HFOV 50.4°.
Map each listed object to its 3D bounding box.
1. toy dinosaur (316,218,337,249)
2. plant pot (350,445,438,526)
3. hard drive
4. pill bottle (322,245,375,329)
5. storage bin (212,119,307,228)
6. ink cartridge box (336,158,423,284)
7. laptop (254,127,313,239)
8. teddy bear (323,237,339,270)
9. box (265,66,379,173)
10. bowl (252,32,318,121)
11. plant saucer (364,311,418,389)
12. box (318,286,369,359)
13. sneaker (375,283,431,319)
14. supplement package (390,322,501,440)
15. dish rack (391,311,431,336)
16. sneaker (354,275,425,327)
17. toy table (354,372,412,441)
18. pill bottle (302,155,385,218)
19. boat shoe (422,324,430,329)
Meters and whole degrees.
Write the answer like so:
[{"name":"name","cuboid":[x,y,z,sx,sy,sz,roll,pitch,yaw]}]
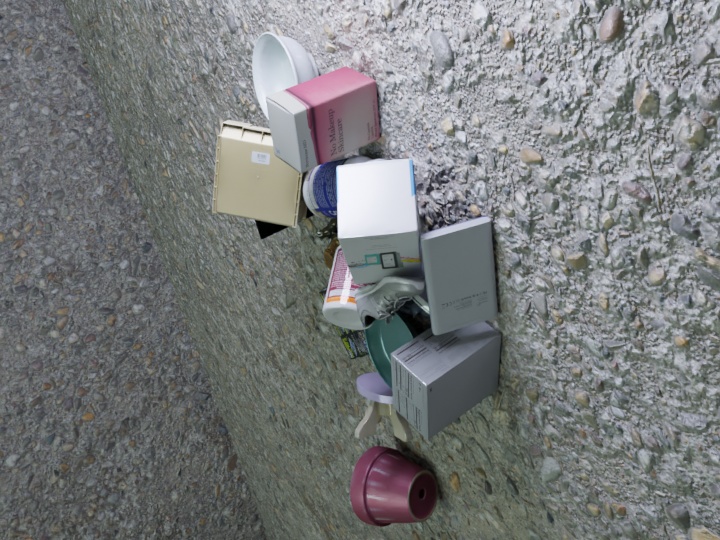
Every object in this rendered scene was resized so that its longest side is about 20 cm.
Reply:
[{"name":"toy dinosaur","cuboid":[-0.012,-0.106,1.722,0.196,0.077,0.104,6,133,35]},{"name":"plant pot","cuboid":[0.098,0.575,2.001,0.176,0.199,0.204,-1,114,44]},{"name":"hard drive","cuboid":[0.181,0.012,1.392,0.025,0.129,0.204,-119,16,-59]},{"name":"pill bottle","cuboid":[-0.008,0.011,1.625,0.111,0.204,0.115,10,155,5]},{"name":"storage bin","cuboid":[-0.212,-0.213,1.667,0.195,0.094,0.204,11,109,6]},{"name":"ink cartridge box","cuboid":[0.040,-0.086,1.429,0.201,0.142,0.150,72,-166,-65]},{"name":"laptop","cuboid":[-0.199,-0.219,1.818,0.203,0.184,0.116,59,163,18]},{"name":"teddy bear","cuboid":[0.000,0.000,1.801,0.198,0.066,0.147,28,146,41]},{"name":"box","cuboid":[-0.071,-0.297,1.495,0.108,0.197,0.130,36,144,42]},{"name":"bowl","cuboid":[-0.150,-0.413,1.647,0.200,0.089,0.206,37,136,45]},{"name":"plant saucer","cuboid":[0.079,0.165,1.633,0.199,0.035,0.204,36,136,45]},{"name":"box","cuboid":[-0.021,0.122,1.955,0.204,0.044,0.160,64,154,0]},{"name":"sneaker","cuboid":[0.100,0.053,1.519,0.200,0.077,0.081,47,120,43]},{"name":"supplement package","cuboid":[0.169,0.200,1.503,0.110,0.197,0.159,38,145,40]},{"name":"dish rack","cuboid":[0.136,0.069,1.582,0.153,0.054,0.203,45,138,33]},{"name":"sneaker","cuboid":[0.061,0.060,1.457,0.199,0.073,0.084,-24,67,56]},{"name":"toy table","cuboid":[0.065,0.331,1.859,0.199,0.179,0.120,-154,59,-67]},{"name":"pill bottle","cuboid":[-0.019,-0.175,1.589,0.198,0.119,0.122,-1,114,50]},{"name":"boat shoe","cuboid":[0.133,0.182,1.711,0.073,0.066,0.201,57,138,26]}]
